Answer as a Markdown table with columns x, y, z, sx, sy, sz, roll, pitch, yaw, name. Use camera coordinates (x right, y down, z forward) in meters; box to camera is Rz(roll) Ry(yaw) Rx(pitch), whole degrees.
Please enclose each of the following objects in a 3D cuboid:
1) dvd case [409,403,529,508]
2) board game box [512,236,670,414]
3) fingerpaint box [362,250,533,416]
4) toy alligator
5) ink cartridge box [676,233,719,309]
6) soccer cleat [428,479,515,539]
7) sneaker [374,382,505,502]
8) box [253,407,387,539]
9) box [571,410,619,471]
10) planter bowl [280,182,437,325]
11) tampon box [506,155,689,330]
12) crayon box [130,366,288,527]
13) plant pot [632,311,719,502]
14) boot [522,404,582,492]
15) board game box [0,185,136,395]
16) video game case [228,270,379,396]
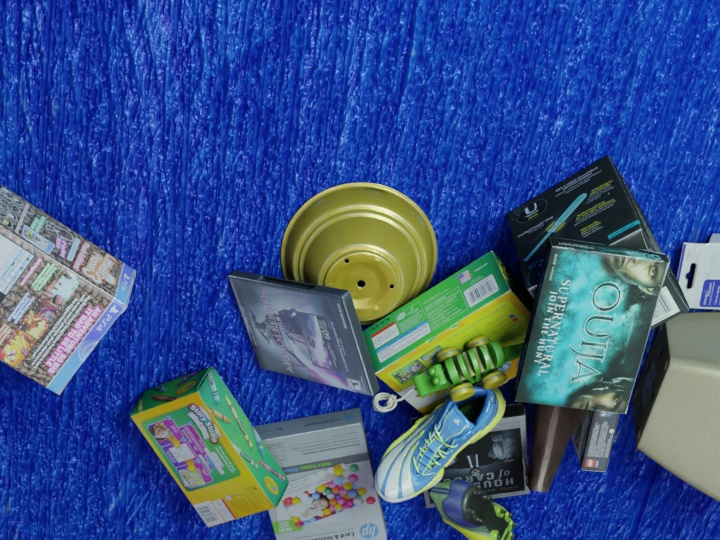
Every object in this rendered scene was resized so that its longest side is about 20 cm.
| x | y | z | sx | sy | sz | roll | pitch | yaw | name |
| --- | --- | --- | --- | --- | --- | --- | --- | --- | --- |
| 0.149 | 0.250 | 1.729 | 0.149 | 0.025 | 0.201 | -9 | 139 | 3 | dvd case |
| 0.256 | 0.065 | 1.449 | 0.134 | 0.028 | 0.202 | 7 | 118 | -4 | board game box |
| 0.128 | 0.087 | 1.626 | 0.199 | 0.074 | 0.167 | -33 | 138 | 14 | fingerpaint box |
| 0.106 | 0.123 | 1.542 | 0.198 | 0.060 | 0.054 | -20 | 160 | -1 | toy alligator |
| 0.496 | 0.004 | 1.648 | 0.198 | 0.037 | 0.096 | 1 | 118 | -5 | ink cartridge box |
| 0.155 | 0.340 | 1.784 | 0.083 | 0.065 | 0.200 | 10 | 153 | 32 | soccer cleat |
| 0.093 | 0.203 | 1.592 | 0.200 | 0.105 | 0.076 | -42 | 72 | -7 | sneaker |
| -0.056 | 0.293 | 1.775 | 0.154 | 0.041 | 0.202 | -10 | 118 | 4 | box |
| 0.309 | 0.146 | 1.673 | 0.034 | 0.110 | 0.202 | 4 | 118 | -5 | box |
| 0.000 | 0.000 | 1.601 | 0.198 | 0.084 | 0.202 | -1 | 118 | -2 | planter bowl |
| 0.277 | -0.014 | 1.538 | 0.149 | 0.201 | 0.127 | -29 | 115 | 14 | tampon box |
| -0.197 | 0.234 | 1.703 | 0.118 | 0.058 | 0.201 | -20 | 112 | 28 | crayon box |
| 0.452 | 0.163 | 1.650 | 0.175 | 0.200 | 0.202 | 16 | 116 | 2 | plant pot |
| 0.247 | 0.197 | 1.629 | 0.072 | 0.200 | 0.168 | 12 | 82 | 10 | boot |
| -0.405 | 0.025 | 1.591 | 0.199 | 0.097 | 0.160 | 35 | 111 | -18 | board game box |
| -0.072 | 0.076 | 1.604 | 0.199 | 0.019 | 0.144 | 9 | 126 | 41 | video game case |
